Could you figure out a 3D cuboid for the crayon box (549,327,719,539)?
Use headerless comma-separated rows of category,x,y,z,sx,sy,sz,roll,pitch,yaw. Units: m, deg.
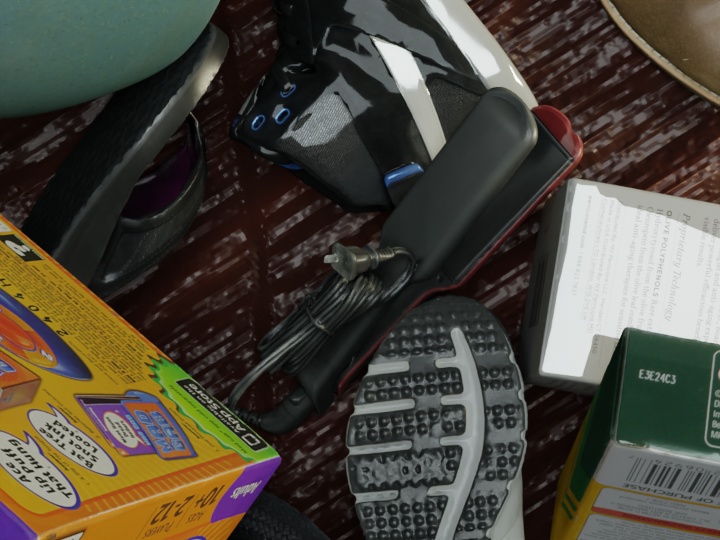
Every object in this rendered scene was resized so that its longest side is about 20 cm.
crayon box,0.145,0.093,1.009,0.126,0.200,0.052,10,64,-1

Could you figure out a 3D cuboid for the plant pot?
plant pot,-0.128,-0.143,1.022,0.135,0.200,0.200,20,87,-35

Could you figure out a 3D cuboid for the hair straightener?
hair straightener,0.000,0.000,1.045,0.200,0.077,0.041,-43,58,19

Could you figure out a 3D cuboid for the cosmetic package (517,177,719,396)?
cosmetic package,0.171,0.024,1.044,0.200,0.108,0.085,9,86,-2

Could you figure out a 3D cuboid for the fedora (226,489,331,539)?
fedora,-0.067,0.177,1.030,0.200,0.092,0.201,-1,88,20

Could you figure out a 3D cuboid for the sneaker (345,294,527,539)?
sneaker,0.035,0.110,1.053,0.074,0.080,0.200,1,89,9

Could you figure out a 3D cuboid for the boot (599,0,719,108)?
boot,0.126,-0.151,1.068,0.074,0.075,0.200,-34,89,-4

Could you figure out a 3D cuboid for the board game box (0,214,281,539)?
board game box,-0.191,0.092,0.911,0.200,0.200,0.200,40,105,14

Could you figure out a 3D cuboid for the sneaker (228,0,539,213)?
sneaker,-0.026,-0.110,1.063,0.112,0.073,0.200,-38,90,-4

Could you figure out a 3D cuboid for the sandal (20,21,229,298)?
sandal,-0.108,-0.014,1.068,0.048,0.075,0.201,31,95,-24
